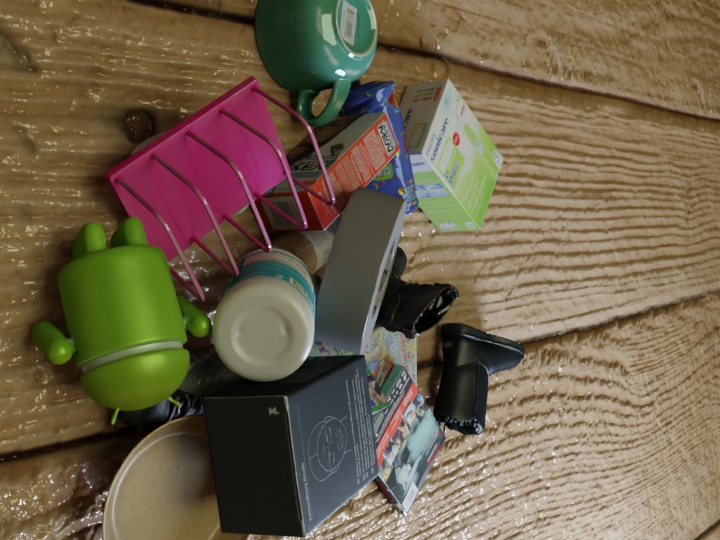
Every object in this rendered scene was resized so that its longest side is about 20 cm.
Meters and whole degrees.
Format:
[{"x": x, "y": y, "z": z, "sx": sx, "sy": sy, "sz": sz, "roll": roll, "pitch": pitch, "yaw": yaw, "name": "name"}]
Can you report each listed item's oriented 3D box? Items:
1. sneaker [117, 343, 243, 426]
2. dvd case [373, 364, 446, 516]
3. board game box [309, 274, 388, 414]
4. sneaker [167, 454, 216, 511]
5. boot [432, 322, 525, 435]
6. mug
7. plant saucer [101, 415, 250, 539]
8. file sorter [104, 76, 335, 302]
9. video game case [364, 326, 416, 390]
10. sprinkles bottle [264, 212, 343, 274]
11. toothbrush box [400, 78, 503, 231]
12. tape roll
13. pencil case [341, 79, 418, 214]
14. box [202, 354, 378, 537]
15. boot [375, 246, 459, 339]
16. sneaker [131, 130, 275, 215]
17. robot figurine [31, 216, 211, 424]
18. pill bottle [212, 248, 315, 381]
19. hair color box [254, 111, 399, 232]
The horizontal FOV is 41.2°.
[{"x": -0.172, "y": 0.152, "z": 1.095, "sx": 0.116, "sy": 0.075, "sz": 0.199, "roll": 49, "pitch": 40, "yaw": 11, "name": "sneaker"}, {"x": 0.061, "y": 0.256, "z": 1.437, "sx": 0.147, "sy": 0.022, "sz": 0.201, "roll": -59, "pitch": 138, "yaw": -27, "name": "dvd case"}, {"x": -0.057, "y": 0.110, "z": 1.244, "sx": 0.134, "sy": 0.029, "sz": 0.202, "roll": -17, "pitch": 74, "yaw": -50, "name": "board game box"}, {"x": -0.167, "y": 0.244, "z": 1.147, "sx": 0.199, "sy": 0.069, "sz": 0.101, "roll": -12, "pitch": 100, "yaw": -43, "name": "sneaker"}, {"x": 0.196, "y": 0.190, "z": 1.597, "sx": 0.199, "sy": 0.076, "sz": 0.170, "roll": 21, "pitch": 70, "yaw": -43, "name": "boot"}, {"x": -0.042, "y": -0.305, "z": 1.271, "sx": 0.152, "sy": 0.113, "sz": 0.186, "roll": -50, "pitch": 127, "yaw": -39, "name": "mug"}, {"x": -0.198, "y": 0.254, "z": 1.047, "sx": 0.199, "sy": 0.035, "sz": 0.203, "roll": -8, "pitch": 102, "yaw": -40, "name": "plant saucer"}, {"x": -0.143, "y": -0.084, "z": 1.047, "sx": 0.199, "sy": 0.125, "sz": 0.140, "roll": -37, "pitch": 137, "yaw": -18, "name": "file sorter"}, {"x": 0.026, "y": 0.176, "z": 1.405, "sx": 0.181, "sy": 0.023, "sz": 0.203, "roll": -21, "pitch": 114, "yaw": -50, "name": "video game case"}, {"x": -0.056, "y": -0.045, "z": 1.280, "sx": 0.200, "sy": 0.068, "sz": 0.069, "roll": -41, "pitch": 121, "yaw": -47, "name": "sprinkles bottle"}, {"x": 0.132, "y": -0.178, "z": 1.517, "sx": 0.200, "sy": 0.085, "sz": 0.147, "roll": 45, "pitch": 56, "yaw": -40, "name": "toothbrush box"}, {"x": 0.000, "y": 0.000, "z": 1.199, "sx": 0.200, "sy": 0.065, "sz": 0.203, "roll": 16, "pitch": 90, "yaw": -85, "name": "tape roll"}, {"x": 0.027, "y": -0.175, "z": 1.388, "sx": 0.078, "sy": 0.086, "sz": 0.202, "roll": -89, "pitch": 167, "yaw": -73, "name": "pencil case"}, {"x": -0.071, "y": 0.188, "z": 1.068, "sx": 0.200, "sy": 0.106, "sz": 0.151, "roll": -17, "pitch": 101, "yaw": -65, "name": "box"}, {"x": 0.066, "y": 0.033, "z": 1.357, "sx": 0.200, "sy": 0.173, "sz": 0.070, "roll": -49, "pitch": 126, "yaw": -40, "name": "boot"}, {"x": -0.176, "y": -0.116, "z": 1.131, "sx": 0.200, "sy": 0.073, "sz": 0.120, "roll": -26, "pitch": 109, "yaw": -49, "name": "sneaker"}, {"x": -0.243, "y": 0.052, "z": 0.988, "sx": 0.174, "sy": 0.115, "sz": 0.203, "roll": -10, "pitch": 79, "yaw": -33, "name": "robot figurine"}, {"x": -0.106, "y": 0.041, "z": 1.097, "sx": 0.200, "sy": 0.109, "sz": 0.112, "roll": -97, "pitch": 174, "yaw": -74, "name": "pill bottle"}, {"x": -0.047, "y": -0.131, "z": 1.267, "sx": 0.200, "sy": 0.110, "sz": 0.064, "roll": -49, "pitch": 126, "yaw": -41, "name": "hair color box"}]
